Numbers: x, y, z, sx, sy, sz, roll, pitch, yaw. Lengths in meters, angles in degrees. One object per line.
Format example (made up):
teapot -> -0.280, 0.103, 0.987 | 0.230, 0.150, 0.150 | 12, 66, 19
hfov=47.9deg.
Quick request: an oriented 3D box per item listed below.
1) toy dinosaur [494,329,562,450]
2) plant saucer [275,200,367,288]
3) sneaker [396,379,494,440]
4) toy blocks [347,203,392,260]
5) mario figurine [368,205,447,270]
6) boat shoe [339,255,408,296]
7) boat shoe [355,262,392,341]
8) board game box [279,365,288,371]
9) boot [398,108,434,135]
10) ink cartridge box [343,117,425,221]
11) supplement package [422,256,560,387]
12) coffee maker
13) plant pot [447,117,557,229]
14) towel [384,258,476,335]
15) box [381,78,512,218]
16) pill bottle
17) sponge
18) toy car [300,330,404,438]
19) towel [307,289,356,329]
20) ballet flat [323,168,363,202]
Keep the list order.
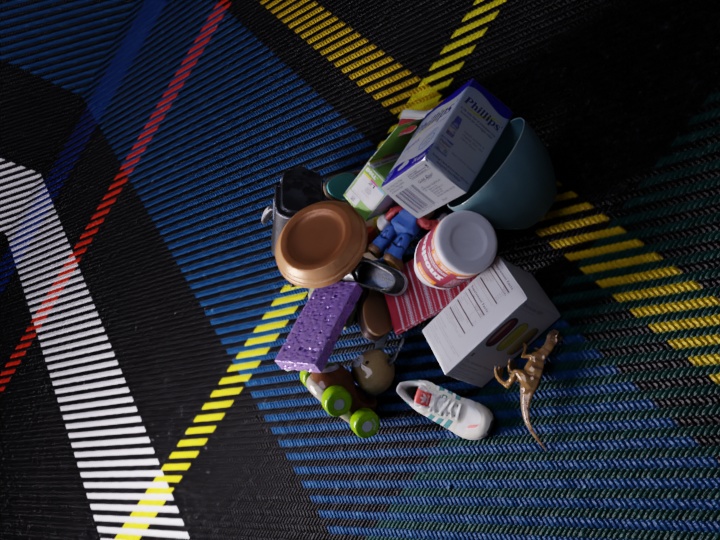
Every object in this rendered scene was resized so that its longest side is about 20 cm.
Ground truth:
toy dinosaur -> 0.282, 0.189, 1.371 | 0.106, 0.060, 0.201 | 11, 82, 46
plant saucer -> -0.084, -0.060, 1.631 | 0.199, 0.037, 0.201 | -11, 57, 17
sneaker -> 0.145, 0.248, 1.462 | 0.199, 0.093, 0.071 | 21, 90, 48
toy blocks -> 0.006, -0.089, 1.729 | 0.136, 0.100, 0.201 | -11, 46, 16
mario figurine -> 0.109, -0.093, 1.642 | 0.200, 0.123, 0.106 | -53, 7, -6
boat shoe -> 0.000, 0.000, 1.618 | 0.199, 0.057, 0.069 | 16, 87, 25
boat shoe -> 0.025, 0.074, 1.659 | 0.070, 0.070, 0.200 | -52, 20, 37
board game box -> -0.088, 0.110, 1.674 | 0.126, 0.035, 0.200 | -22, 35, 52
boot -> 0.140, -0.261, 1.696 | 0.200, 0.072, 0.145 | 12, 84, 54
ink cartridge box -> 0.076, -0.206, 1.628 | 0.076, 0.148, 0.200 | 49, 127, 11
supplement package -> 0.228, 0.093, 1.425 | 0.200, 0.114, 0.110 | -47, 45, 22
coffee maker -> -0.131, -0.099, 1.807 | 0.200, 0.134, 0.193 | 106, 142, -61
plant pot -> 0.271, -0.152, 1.446 | 0.200, 0.135, 0.200 | -50, 13, 16
towel -> 0.135, 0.028, 1.590 | 0.200, 0.022, 0.145 | -29, 52, 19
box -> 0.157, -0.221, 1.497 | 0.200, 0.105, 0.184 | -58, 14, -23
pill bottle -> 0.162, -0.029, 1.456 | 0.200, 0.112, 0.113 | 131, 148, -73
sponge -> -0.080, 0.107, 1.586 | 0.111, 0.030, 0.200 | -2, 48, 41
toy car -> 0.005, 0.197, 1.600 | 0.200, 0.158, 0.164 | -50, 26, -4
towel -> -0.051, 0.030, 1.794 | 0.148, 0.036, 0.201 | 2, 74, 45
ballet flat -> -0.015, -0.185, 1.750 | 0.072, 0.200, 0.068 | -17, 98, 52
